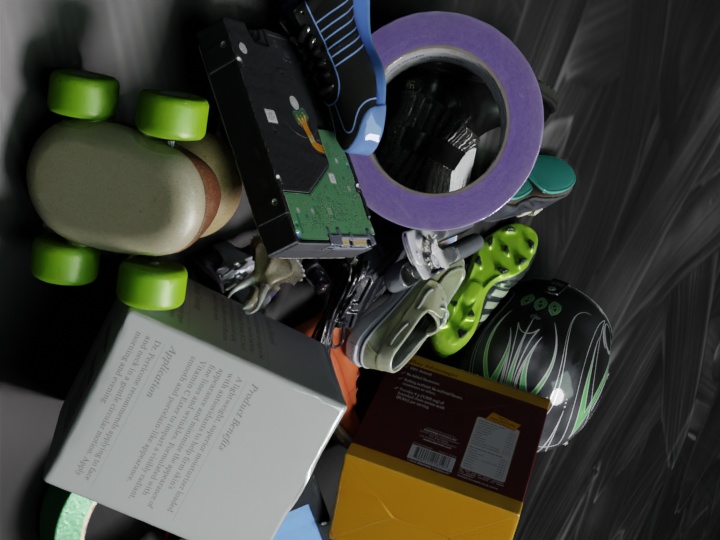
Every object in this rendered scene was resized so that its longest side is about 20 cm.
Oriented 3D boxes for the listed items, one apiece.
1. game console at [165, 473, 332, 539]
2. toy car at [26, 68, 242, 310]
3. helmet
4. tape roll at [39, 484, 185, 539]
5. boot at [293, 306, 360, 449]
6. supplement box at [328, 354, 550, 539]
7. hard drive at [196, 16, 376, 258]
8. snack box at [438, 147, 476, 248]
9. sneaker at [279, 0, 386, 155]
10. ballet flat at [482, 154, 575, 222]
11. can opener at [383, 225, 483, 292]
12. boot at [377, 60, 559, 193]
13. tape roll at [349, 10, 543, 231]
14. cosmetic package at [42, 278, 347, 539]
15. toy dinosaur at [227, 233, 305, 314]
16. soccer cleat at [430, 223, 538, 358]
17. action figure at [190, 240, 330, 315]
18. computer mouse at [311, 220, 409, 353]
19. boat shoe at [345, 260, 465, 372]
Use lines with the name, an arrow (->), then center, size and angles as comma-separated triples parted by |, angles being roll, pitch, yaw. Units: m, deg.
game console -> -0.117, 0.311, 1.256 | 0.176, 0.031, 0.201 | -18, 134, -4
toy car -> -0.164, -0.076, 0.935 | 0.200, 0.157, 0.165 | -27, 129, -67
helmet -> 0.217, 0.128, 1.402 | 0.191, 0.199, 0.201 | -56, 145, -29
tape roll -> -0.214, 0.245, 1.105 | 0.199, 0.048, 0.202 | -12, 112, -31
boot -> -0.025, 0.122, 1.244 | 0.107, 0.075, 0.201 | -47, 141, -21
supplement box -> 0.093, 0.224, 1.270 | 0.200, 0.196, 0.133 | -59, 163, -54
hard drive -> -0.060, -0.108, 0.948 | 0.038, 0.201, 0.139 | -25, 170, 28
snack box -> 0.082, -0.047, 1.274 | 0.072, 0.024, 0.201 | -15, 126, -41
sneaker -> -0.030, -0.199, 0.968 | 0.077, 0.070, 0.202 | -4, 83, -29
ballet flat -> 0.186, -0.094, 1.322 | 0.200, 0.073, 0.073 | -19, 130, -53
can opener -> 0.078, -0.025, 1.183 | 0.200, 0.066, 0.053 | -24, 91, -63
boot -> 0.109, -0.138, 1.170 | 0.210, 0.079, 0.159 | 9, 95, -33
tape roll -> 0.071, -0.138, 1.052 | 0.201, 0.199, 0.085 | -60, 178, 5
cosmetic package -> -0.143, 0.118, 0.967 | 0.199, 0.165, 0.165 | 27, 100, -15
toy dinosaur -> -0.072, -0.061, 0.990 | 0.102, 0.076, 0.202 | 26, 60, -79
soccer cleat -> 0.147, 0.022, 1.369 | 0.200, 0.067, 0.081 | -50, 172, -21
action figure -> -0.068, -0.020, 1.101 | 0.200, 0.069, 0.131 | -36, 133, -28
computer mouse -> 0.000, 0.000, 1.162 | 0.200, 0.053, 0.139 | -45, 163, -53
boat shoe -> 0.065, 0.049, 1.232 | 0.200, 0.062, 0.072 | -43, 144, -35
